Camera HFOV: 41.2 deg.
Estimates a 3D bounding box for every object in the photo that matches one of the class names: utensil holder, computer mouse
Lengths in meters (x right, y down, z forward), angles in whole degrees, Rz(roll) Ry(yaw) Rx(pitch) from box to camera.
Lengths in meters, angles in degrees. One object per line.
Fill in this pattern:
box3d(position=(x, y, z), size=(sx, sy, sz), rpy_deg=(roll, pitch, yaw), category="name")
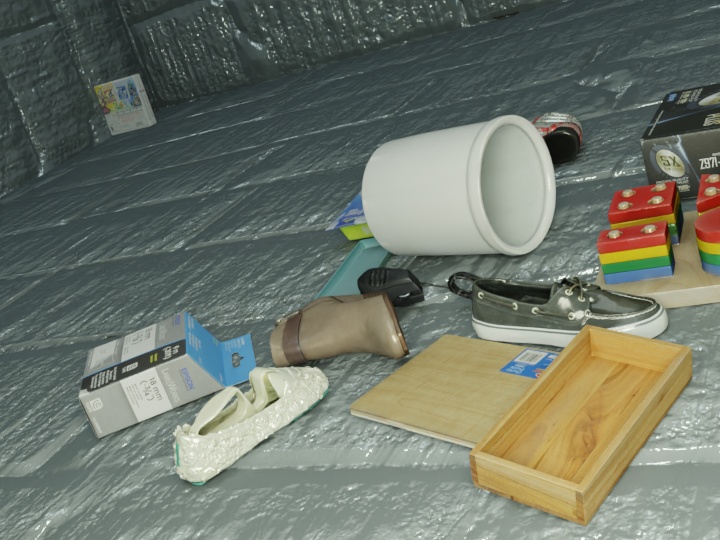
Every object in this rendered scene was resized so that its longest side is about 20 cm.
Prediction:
box3d(position=(0.124, -0.100, 1.237), size=(0.198, 0.172, 0.170), rpy_deg=(-4, 24, 44), category="utensil holder")
box3d(position=(0.077, 0.027, 1.120), size=(0.198, 0.059, 0.034), rpy_deg=(2, 50, 37), category="computer mouse")

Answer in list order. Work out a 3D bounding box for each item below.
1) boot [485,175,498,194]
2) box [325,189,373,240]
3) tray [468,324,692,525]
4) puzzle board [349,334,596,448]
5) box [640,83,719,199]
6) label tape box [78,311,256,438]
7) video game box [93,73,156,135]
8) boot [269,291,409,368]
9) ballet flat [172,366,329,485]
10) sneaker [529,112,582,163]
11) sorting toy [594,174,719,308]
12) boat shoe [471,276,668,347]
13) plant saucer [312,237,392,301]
box3d(position=(0.170, -0.135, 1.407), size=(0.153, 0.078, 0.200), rpy_deg=(-8, 20, 26), category="boot")
box3d(position=(0.047, -0.118, 1.446), size=(0.200, 0.048, 0.121), rpy_deg=(-50, 22, -27), category="box")
box3d(position=(0.183, 0.117, 0.775), size=(0.098, 0.037, 0.200), rpy_deg=(12, 36, 38), category="tray")
box3d(position=(0.104, 0.114, 0.908), size=(0.150, 0.018, 0.199), rpy_deg=(-32, 24, -34), category="puzzle board")
box3d(position=(0.462, -0.173, 1.221), size=(0.162, 0.087, 0.200), rpy_deg=(-6, 24, 32), category="box")
box3d(position=(-0.231, 0.111, 1.159), size=(0.198, 0.064, 0.144), rpy_deg=(-21, 20, -4), category="label tape box")
box3d(position=(-0.836, -0.588, 3.402), size=(0.198, 0.184, 0.047), rpy_deg=(-6, 23, 32), category="video game box")
box3d(position=(-0.029, 0.074, 1.058), size=(0.144, 0.071, 0.200), rpy_deg=(-18, 10, -1), category="boot")
box3d(position=(-0.108, 0.139, 0.970), size=(0.071, 0.073, 0.199), rpy_deg=(2, 28, 46), category="ballet flat")
box3d(position=(0.255, -0.201, 1.524), size=(0.199, 0.068, 0.108), rpy_deg=(-7, 22, 23), category="sneaker")
box3d(position=(0.348, -0.040, 1.004), size=(0.196, 0.070, 0.200), rpy_deg=(-9, 22, 27), category="sorting toy")
box3d(position=(0.199, 0.037, 0.945), size=(0.198, 0.057, 0.069), rpy_deg=(-1, 25, 29), category="boat shoe")
box3d(position=(0.000, 0.000, 1.304), size=(0.069, 0.019, 0.200), rpy_deg=(-10, 22, 24), category="plant saucer")
